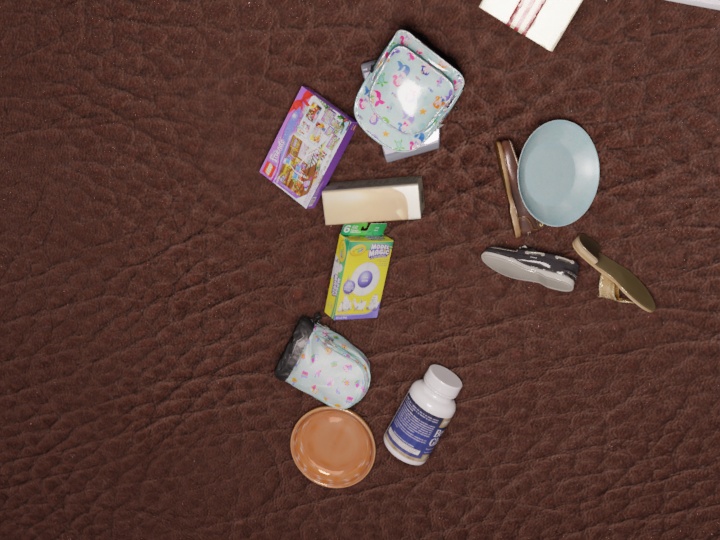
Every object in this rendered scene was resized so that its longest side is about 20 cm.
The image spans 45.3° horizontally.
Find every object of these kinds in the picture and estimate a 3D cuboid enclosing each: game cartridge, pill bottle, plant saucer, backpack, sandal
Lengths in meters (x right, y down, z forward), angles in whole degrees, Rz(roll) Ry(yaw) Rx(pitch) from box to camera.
[{"bbox_3d":[0.088,-0.329,1.714,0.131,0.042,0.204,-13,105,16],"label":"game cartridge"},{"bbox_3d":[0.139,0.309,1.862,0.110,0.111,0.202,27,109,-1],"label":"pill bottle"},{"bbox_3d":[-0.061,0.396,1.959,0.196,0.038,0.205,2,106,8],"label":"plant saucer"},{"bbox_3d":[0.085,-0.328,1.626,0.176,0.151,0.201,36,113,-5],"label":"backpack"},{"bbox_3d":[0.499,0.021,1.751,0.211,0.078,0.070,43,128,0],"label":"sandal"},{"bbox_3d":[-0.074,0.211,1.857,0.197,0.127,0.169,29,106,-4],"label":"backpack"},{"bbox_3d":[0.377,-0.189,1.680,0.197,0.039,0.206,-3,97,-26],"label":"plant saucer"}]

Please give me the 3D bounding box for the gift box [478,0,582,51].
[{"bbox_3d":[0.341,-0.522,1.546,0.197,0.185,0.189,27,118,-4],"label":"gift box"}]

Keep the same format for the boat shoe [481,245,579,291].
[{"bbox_3d":[0.346,-0.016,1.757,0.196,0.074,0.061,16,68,20],"label":"boat shoe"}]

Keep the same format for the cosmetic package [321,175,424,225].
[{"bbox_3d":[0.028,-0.142,1.745,0.195,0.105,0.073,-3,106,11],"label":"cosmetic package"}]

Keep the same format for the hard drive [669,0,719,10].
[{"bbox_3d":[0.637,-0.549,1.568,0.196,0.025,0.135,12,109,5],"label":"hard drive"}]

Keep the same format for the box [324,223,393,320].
[{"bbox_3d":[0.000,0.000,1.791,0.115,0.048,0.204,-2,111,-34],"label":"box"}]

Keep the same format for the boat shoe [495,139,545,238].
[{"bbox_3d":[0.317,-0.167,1.714,0.069,0.071,0.203,-14,111,8],"label":"boat shoe"}]

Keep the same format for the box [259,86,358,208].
[{"bbox_3d":[-0.106,-0.248,1.743,0.136,0.039,0.202,37,110,18],"label":"box"}]
